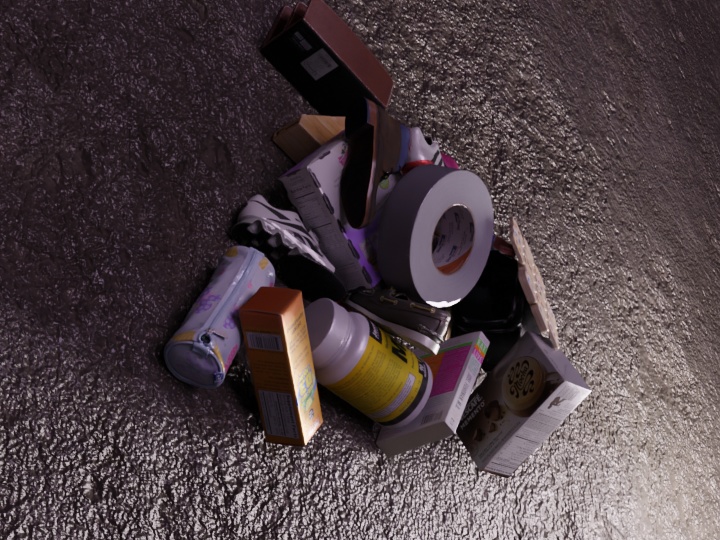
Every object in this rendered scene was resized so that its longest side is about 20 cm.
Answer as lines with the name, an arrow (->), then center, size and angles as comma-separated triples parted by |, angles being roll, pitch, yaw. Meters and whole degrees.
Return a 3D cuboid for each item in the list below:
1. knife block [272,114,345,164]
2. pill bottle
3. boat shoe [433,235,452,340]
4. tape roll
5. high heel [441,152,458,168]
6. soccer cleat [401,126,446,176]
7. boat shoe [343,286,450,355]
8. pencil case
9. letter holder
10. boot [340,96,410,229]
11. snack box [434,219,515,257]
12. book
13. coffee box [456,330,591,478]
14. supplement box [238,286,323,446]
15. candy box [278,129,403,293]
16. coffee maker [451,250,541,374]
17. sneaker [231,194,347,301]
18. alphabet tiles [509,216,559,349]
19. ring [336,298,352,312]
knife block -> -0.029, -0.148, 1.747 | 0.199, 0.064, 0.177 | -6, 75, -52
pill bottle -> -0.001, 0.130, 1.584 | 0.200, 0.114, 0.115 | 37, 45, -31
boat shoe -> 0.125, 0.026, 1.834 | 0.072, 0.064, 0.202 | 64, 31, -78
tape roll -> 0.111, -0.051, 1.635 | 0.199, 0.066, 0.203 | -18, 115, -44
high heel -> 0.160, -0.115, 1.942 | 0.096, 0.067, 0.202 | 41, 37, -42
soccer cleat -> 0.105, -0.161, 1.737 | 0.200, 0.068, 0.086 | 28, 56, -69
boat shoe -> 0.052, 0.060, 1.594 | 0.072, 0.201, 0.061 | 36, 82, -39
pencil case -> -0.178, 0.056, 1.437 | 0.082, 0.091, 0.201 | 17, 42, 8
letter holder -> -0.043, -0.347, 1.813 | 0.200, 0.100, 0.143 | 44, 40, -25
boot -> 0.030, -0.144, 1.602 | 0.096, 0.074, 0.202 | 18, 65, -35
snack box -> 0.154, -0.063, 1.773 | 0.199, 0.072, 0.025 | 29, 67, -30
book -> 0.110, 0.180, 1.673 | 0.048, 0.133, 0.201 | 50, 40, -18
coffee box -> 0.243, 0.209, 1.739 | 0.079, 0.200, 0.113 | 21, 27, -42
supplement box -> -0.100, 0.125, 1.442 | 0.067, 0.068, 0.202 | -50, 139, -53
candy box -> -0.005, -0.095, 1.658 | 0.168, 0.071, 0.201 | -41, 107, -41
coffee maker -> 0.230, 0.094, 1.809 | 0.200, 0.133, 0.194 | 51, 21, -60
sneaker -> -0.089, -0.036, 1.604 | 0.200, 0.074, 0.089 | 41, 41, -24
alphabet tiles -> 0.268, 0.020, 1.752 | 0.200, 0.014, 0.197 | -69, 137, -69
ring -> 0.000, 0.000, 1.715 | 0.199, 0.019, 0.203 | 15, 66, -36
